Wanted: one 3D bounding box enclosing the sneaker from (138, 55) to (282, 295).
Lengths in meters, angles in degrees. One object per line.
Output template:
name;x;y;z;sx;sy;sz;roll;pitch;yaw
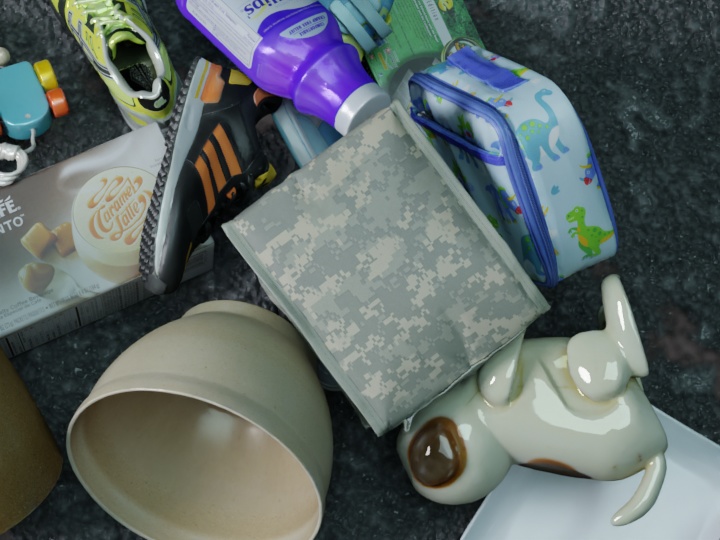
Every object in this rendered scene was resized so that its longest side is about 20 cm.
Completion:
sneaker;-0.110;-0.069;1.262;0.090;0.070;0.201;16;63;-12

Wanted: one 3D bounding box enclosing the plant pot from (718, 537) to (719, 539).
plant pot;0.384;0.221;1.273;0.200;0.200;0.135;37;38;4

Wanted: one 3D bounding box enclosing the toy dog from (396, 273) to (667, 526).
toy dog;0.125;0.115;1.269;0.199;0.140;0.195;-16;83;3

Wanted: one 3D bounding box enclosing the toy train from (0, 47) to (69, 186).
toy train;-0.335;-0.132;1.329;0.199;0.056;0.151;24;61;11

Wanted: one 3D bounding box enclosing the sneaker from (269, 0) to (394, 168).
sneaker;-0.016;-0.166;1.355;0.130;0.080;0.201;-23;79;7

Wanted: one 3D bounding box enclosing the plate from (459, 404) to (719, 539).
plate;0.202;0.203;1.323;0.199;0.032;0.200;31;75;3

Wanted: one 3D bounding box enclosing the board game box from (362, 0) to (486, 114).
board game box;0.062;-0.169;1.408;0.104;0.023;0.201;-22;80;-8

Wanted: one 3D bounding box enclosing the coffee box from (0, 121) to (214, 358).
coffee box;-0.230;-0.021;1.309;0.199;0.080;0.115;-24;79;-12

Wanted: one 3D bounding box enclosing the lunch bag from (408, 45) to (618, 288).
lunch bag;0.113;-0.086;1.275;0.082;0.200;0.161;-25;116;-12

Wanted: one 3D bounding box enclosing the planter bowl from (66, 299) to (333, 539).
planter bowl;-0.105;0.110;1.247;0.199;0.201;0.135;22;47;0

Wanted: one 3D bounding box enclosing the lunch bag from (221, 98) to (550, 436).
lunch bag;0.021;0.002;1.210;0.164;0.118;0.200;-36;90;-3

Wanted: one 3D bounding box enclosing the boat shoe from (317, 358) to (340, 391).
boat shoe;0.001;0.000;1.316;0.070;0.072;0.202;20;90;8

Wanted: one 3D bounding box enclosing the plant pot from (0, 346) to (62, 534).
plant pot;-0.334;0.081;1.176;0.185;0.186;0.201;-20;115;-11

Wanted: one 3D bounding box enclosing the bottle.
bottle;-0.059;-0.181;1.290;0.083;0.065;0.200;-30;63;-32

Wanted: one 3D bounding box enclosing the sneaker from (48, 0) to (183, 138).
sneaker;-0.203;-0.206;1.362;0.075;0.076;0.200;-33;80;-11
